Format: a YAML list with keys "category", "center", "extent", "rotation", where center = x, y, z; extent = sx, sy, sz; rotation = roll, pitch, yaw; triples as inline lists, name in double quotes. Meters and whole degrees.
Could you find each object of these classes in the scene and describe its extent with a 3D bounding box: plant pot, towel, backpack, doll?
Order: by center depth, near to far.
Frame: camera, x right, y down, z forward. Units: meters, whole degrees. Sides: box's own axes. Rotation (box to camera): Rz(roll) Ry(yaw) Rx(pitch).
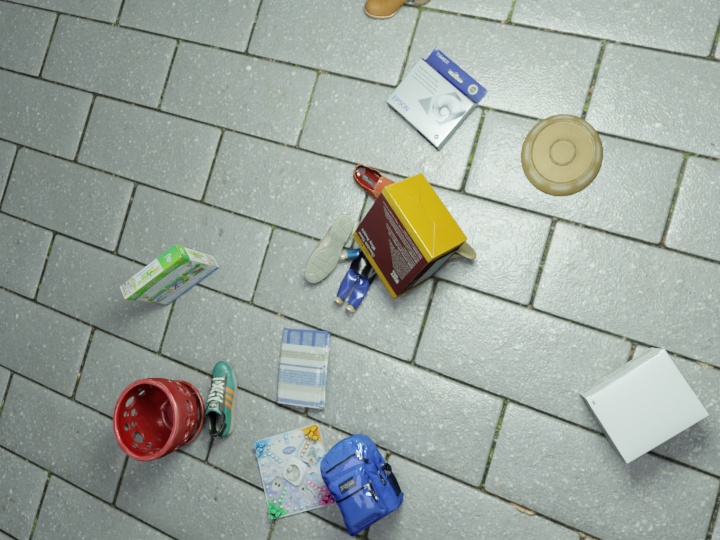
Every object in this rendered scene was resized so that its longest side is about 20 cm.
- category: "backpack"
  center: [-0.003, 0.507, 1.340]
  extent: [0.159, 0.168, 0.204]
  rotation: [-30, 74, 3]
- category: "plant pot"
  center: [0.494, -0.287, 1.354]
  extent: [0.193, 0.027, 0.208]
  rotation: [-1, 85, 15]
- category: "doll"
  center: [0.000, 0.000, 1.448]
  extent: [0.134, 0.048, 0.204]
  rotation: [32, 93, 15]
- category: "towel"
  center: [-0.151, 0.261, 1.477]
  extent: [0.142, 0.024, 0.208]
  rotation: [2, 83, 18]
- category: "plant pot"
  center: [-0.527, 0.388, 1.483]
  extent: [0.193, 0.182, 0.209]
  rotation: [-1, 84, 15]

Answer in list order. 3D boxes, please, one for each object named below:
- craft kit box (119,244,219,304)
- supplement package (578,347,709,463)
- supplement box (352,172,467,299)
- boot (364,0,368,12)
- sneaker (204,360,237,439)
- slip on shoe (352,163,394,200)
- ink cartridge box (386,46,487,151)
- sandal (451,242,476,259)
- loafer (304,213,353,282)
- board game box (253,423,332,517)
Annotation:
- category: "craft kit box"
  center: [-0.517, 0.017, 1.511]
  extent: [0.197, 0.197, 0.049]
  rotation: [-35, 78, 8]
- category: "supplement package"
  center: [0.617, 0.294, 1.218]
  extent: [0.197, 0.111, 0.159]
  rotation: [-34, 77, 10]
- category: "supplement box"
  center: [0.113, -0.081, 1.331]
  extent: [0.200, 0.131, 0.201]
  rotation: [56, 143, 13]
- category: "boot"
  center: [0.089, -0.739, 1.442]
  extent: [0.193, 0.155, 0.080]
  rotation: [0, 84, 15]
- category: "sneaker"
  center: [-0.381, 0.351, 1.499]
  extent: [0.069, 0.080, 0.208]
  rotation: [-6, 83, 14]
- category: "slip on shoe"
  center: [0.058, -0.215, 1.448]
  extent: [0.198, 0.061, 0.075]
  rotation: [36, 92, 14]
- category: "ink cartridge box"
  center: [0.199, -0.456, 1.443]
  extent: [0.199, 0.041, 0.201]
  rotation: [43, 96, 15]
- category: "sandal"
  center: [0.197, -0.067, 1.402]
  extent: [0.210, 0.077, 0.071]
  rotation: [38, 121, 22]
- category: "loafer"
  center: [-0.085, -0.060, 1.479]
  extent: [0.071, 0.063, 0.203]
  rotation: [31, 97, -17]
- category: "board game box"
  center: [-0.177, 0.532, 1.455]
  extent: [0.194, 0.026, 0.207]
  rotation: [-18, 80, 13]
